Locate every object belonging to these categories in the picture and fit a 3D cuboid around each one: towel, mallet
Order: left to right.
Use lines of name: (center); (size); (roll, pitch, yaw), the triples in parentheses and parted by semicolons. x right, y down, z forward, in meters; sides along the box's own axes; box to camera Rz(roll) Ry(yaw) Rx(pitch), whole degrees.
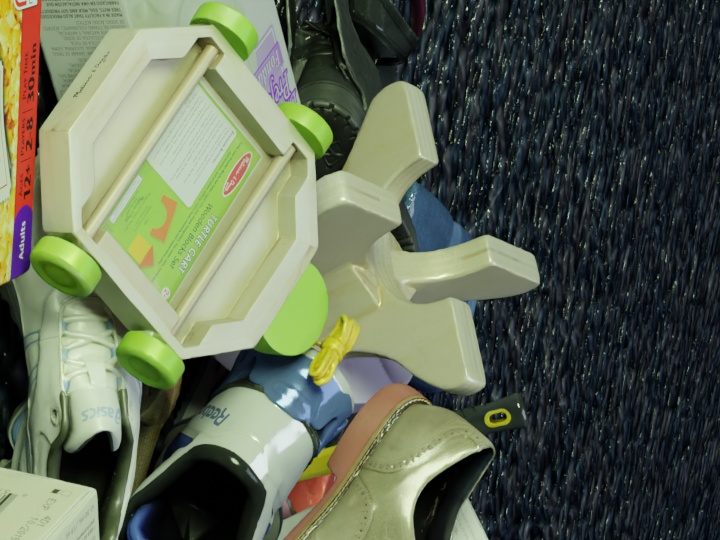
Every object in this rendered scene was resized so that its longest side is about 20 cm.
mallet: (-0.011, 0.091, 1.611); (0.041, 0.200, 0.066); (-60, 128, -83)
towel: (0.031, 0.010, 1.961); (0.200, 0.048, 0.112); (45, 56, -69)

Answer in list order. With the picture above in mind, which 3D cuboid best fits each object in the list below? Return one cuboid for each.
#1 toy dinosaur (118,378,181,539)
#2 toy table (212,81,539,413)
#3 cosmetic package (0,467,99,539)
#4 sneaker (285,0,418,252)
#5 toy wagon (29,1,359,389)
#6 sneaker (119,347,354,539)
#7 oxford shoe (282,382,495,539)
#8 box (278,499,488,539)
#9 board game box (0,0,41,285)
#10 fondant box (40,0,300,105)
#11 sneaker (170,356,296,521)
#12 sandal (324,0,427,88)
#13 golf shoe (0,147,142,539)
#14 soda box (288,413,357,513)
toy dinosaur: (-0.113, 0.065, 1.546); (0.101, 0.058, 0.201); (1, 98, -73)
toy table: (0.000, 0.000, 1.641); (0.200, 0.117, 0.184); (5, 63, -56)
cosmetic package: (-0.174, 0.191, 1.356); (0.071, 0.105, 0.200); (-47, 141, -56)
sneaker: (-0.007, -0.077, 1.752); (0.104, 0.060, 0.200); (-88, 165, -50)
toy wagon: (-0.071, -0.020, 1.399); (0.200, 0.040, 0.155); (52, 59, -35)
sneaker: (-0.083, 0.121, 1.500); (0.115, 0.080, 0.200); (-50, 175, -38)
oxford shoe: (0.000, 0.159, 1.545); (0.070, 0.075, 0.200); (29, 86, -56)
box: (-0.015, 0.202, 1.647); (0.101, 0.200, 0.113); (68, -4, -56)
board game box: (-0.199, -0.052, 1.251); (0.200, 0.046, 0.152); (-34, 131, -65)
fondant box: (-0.092, -0.102, 1.479); (0.144, 0.058, 0.200); (-58, 142, -50)
sneaker: (-0.047, 0.058, 1.699); (0.070, 0.082, 0.200); (64, 39, -60)
sandal: (0.010, -0.175, 1.808); (0.075, 0.048, 0.201); (-62, 153, -45)
golf shoe: (-0.126, 0.041, 1.410); (0.097, 0.078, 0.201); (-139, -134, -64)
soda box: (-0.043, 0.142, 1.783); (0.071, 0.063, 0.200); (62, 40, -61)
